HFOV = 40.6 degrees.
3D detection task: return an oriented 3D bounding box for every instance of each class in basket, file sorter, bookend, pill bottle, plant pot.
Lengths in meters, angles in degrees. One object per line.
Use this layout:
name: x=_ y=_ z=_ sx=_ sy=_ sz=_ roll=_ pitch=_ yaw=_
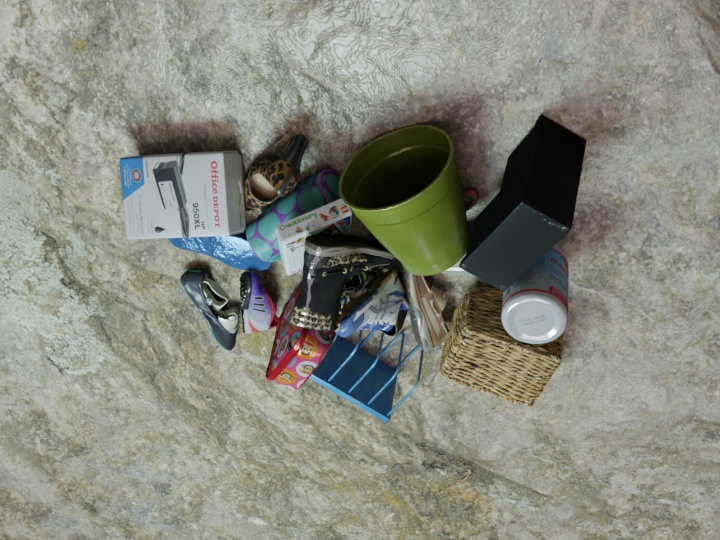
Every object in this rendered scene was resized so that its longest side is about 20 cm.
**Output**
basket: x=0.258 y=0.133 z=1.795 sx=0.198 sy=0.144 sz=0.150 roll=17 pitch=133 yaw=-5
file sorter: x=0.010 y=0.166 z=1.887 sx=0.199 sy=0.139 sz=0.123 roll=31 pitch=125 yaw=-13
bookend: x=0.263 y=-0.107 z=1.582 sx=0.091 sy=0.200 sz=0.200 roll=27 pitch=141 yaw=-10
pill bottle: x=0.299 y=0.020 z=1.653 sx=0.107 sy=0.201 sz=0.110 roll=7 pitch=131 yaw=8
plant pot: x=0.093 y=-0.102 z=1.615 sx=0.198 sy=0.202 sz=0.194 roll=-12 pitch=132 yaw=22

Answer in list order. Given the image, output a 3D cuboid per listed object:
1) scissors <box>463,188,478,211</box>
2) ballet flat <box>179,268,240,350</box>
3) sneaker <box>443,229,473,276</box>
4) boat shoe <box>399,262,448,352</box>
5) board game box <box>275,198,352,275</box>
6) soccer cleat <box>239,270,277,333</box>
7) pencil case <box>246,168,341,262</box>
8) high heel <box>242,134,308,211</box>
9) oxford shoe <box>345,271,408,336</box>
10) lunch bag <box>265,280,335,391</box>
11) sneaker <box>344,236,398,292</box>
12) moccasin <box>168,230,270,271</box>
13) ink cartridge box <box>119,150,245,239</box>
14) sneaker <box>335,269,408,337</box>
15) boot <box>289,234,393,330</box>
scissors: x=0.119 y=-0.098 z=1.720 sx=0.073 sy=0.014 sz=0.199 roll=40 pitch=126 yaw=-20
ballet flat: x=-0.282 y=0.077 z=1.926 sx=0.072 sy=0.073 sz=0.201 roll=-15 pitch=122 yaw=24
sneaker: x=0.185 y=-0.041 z=1.715 sx=0.199 sy=0.085 sz=0.075 roll=12 pitch=155 yaw=40
boat shoe: x=0.122 y=0.054 z=1.817 sx=0.071 sy=0.076 sz=0.202 roll=-19 pitch=118 yaw=-8
board game box: x=-0.078 y=-0.055 z=1.676 sx=0.125 sy=0.035 sz=0.200 roll=-23 pitch=166 yaw=-9
soccer cleat: x=-0.195 y=0.059 z=1.873 sx=0.072 sy=0.069 sz=0.201 roll=-4 pitch=150 yaw=-7
pencil case: x=-0.109 y=-0.095 z=1.729 sx=0.199 sy=0.086 sz=0.092 roll=-32 pitch=120 yaw=32
high heel: x=-0.167 y=-0.134 z=1.672 sx=0.071 sy=0.143 sz=0.200 roll=34 pitch=128 yaw=-16
oxford shoe: x=0.011 y=0.047 z=1.821 sx=0.200 sy=0.085 sz=0.072 roll=41 pitch=128 yaw=-18
lunch bag: x=-0.113 y=0.122 z=1.837 sx=0.081 sy=0.201 sz=0.176 roll=26 pitch=130 yaw=-15
sneaker: x=0.000 y=0.000 z=1.745 sx=0.198 sy=0.083 sz=0.071 roll=-23 pitch=132 yaw=-19
moccasin: x=-0.254 y=-0.063 z=1.805 sx=0.198 sy=0.068 sz=0.081 roll=21 pitch=123 yaw=-6
ink cartridge box: x=-0.311 y=-0.133 z=1.710 sx=0.198 sy=0.084 sz=0.146 roll=-2 pitch=98 yaw=14
sneaker: x=0.028 y=0.076 z=1.733 sx=0.075 sy=0.200 sz=0.089 roll=-19 pitch=104 yaw=41
boot: x=-0.034 y=0.020 z=1.643 sx=0.073 sy=0.199 sz=0.152 roll=26 pitch=106 yaw=36
